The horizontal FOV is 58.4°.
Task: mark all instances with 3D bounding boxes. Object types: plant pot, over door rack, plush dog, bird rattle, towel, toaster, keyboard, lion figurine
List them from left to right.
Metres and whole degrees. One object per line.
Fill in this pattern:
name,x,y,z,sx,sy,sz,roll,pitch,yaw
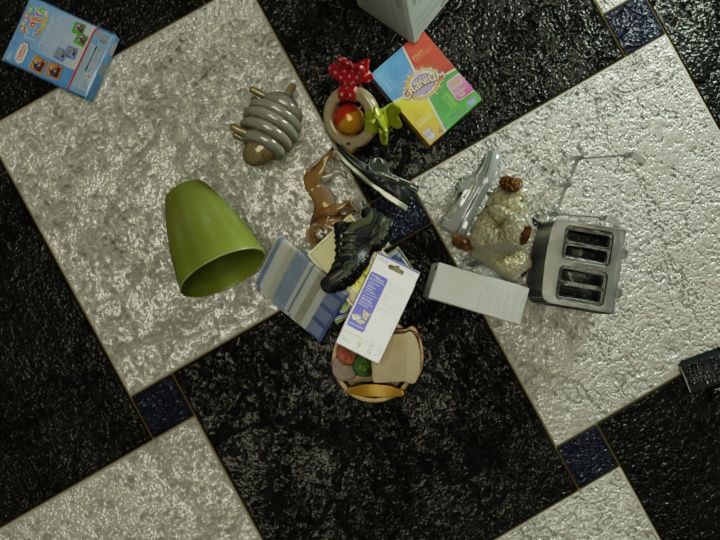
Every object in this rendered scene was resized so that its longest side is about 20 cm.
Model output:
plant pot,-0.320,-0.079,1.328,0.186,0.187,0.201,-28,74,-1
towel,-0.125,0.038,1.340,0.199,0.024,0.148,39,121,13
lion figurine,-0.080,-0.155,1.379,0.121,0.072,0.202,-21,75,12
bird rattle,-0.014,-0.337,1.351,0.163,0.113,0.200,-39,98,30
plush dog,0.290,-0.100,1.330,0.159,0.201,0.173,17,64,23
toaster,0.447,-0.011,1.350,0.198,0.119,0.183,10,88,0
over door rack,0.460,-0.179,1.317,0.066,0.200,0.149,23,90,-30
keyboard,0.800,0.215,1.390,0.198,0.040,0.105,-20,89,0

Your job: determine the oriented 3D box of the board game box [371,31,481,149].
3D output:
board game box,0.139,-0.390,1.391,0.153,0.040,0.200,-41,90,-1

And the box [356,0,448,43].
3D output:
box,0.095,-0.620,1.299,0.171,0.200,0.200,39,89,15

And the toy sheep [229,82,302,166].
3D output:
toy sheep,-0.188,-0.308,1.345,0.137,0.138,0.202,25,83,0

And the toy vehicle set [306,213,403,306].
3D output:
toy vehicle set,0.000,0.000,1.321,0.124,0.027,0.200,-41,87,-1

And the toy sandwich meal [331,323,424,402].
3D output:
toy sandwich meal,0.037,0.190,1.366,0.202,0.070,0.208,0,89,-1

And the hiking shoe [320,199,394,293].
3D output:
hiking shoe,-0.024,-0.045,1.279,0.100,0.076,0.200,38,74,15

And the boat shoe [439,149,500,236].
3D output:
boat shoe,0.232,-0.171,1.372,0.066,0.074,0.202,24,89,-1

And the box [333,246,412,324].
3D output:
box,0.015,0.032,1.368,0.199,0.070,0.065,-35,89,-1

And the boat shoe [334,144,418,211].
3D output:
boat shoe,0.033,-0.209,1.371,0.199,0.072,0.068,35,95,-8

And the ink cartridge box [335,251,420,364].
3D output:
ink cartridge box,0.035,0.074,1.283,0.099,0.039,0.202,26,89,3

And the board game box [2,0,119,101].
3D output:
board game box,-0.643,-0.476,1.386,0.198,0.037,0.153,25,89,-1

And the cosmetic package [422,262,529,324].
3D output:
cosmetic package,0.238,0.047,1.351,0.198,0.113,0.082,15,89,1
